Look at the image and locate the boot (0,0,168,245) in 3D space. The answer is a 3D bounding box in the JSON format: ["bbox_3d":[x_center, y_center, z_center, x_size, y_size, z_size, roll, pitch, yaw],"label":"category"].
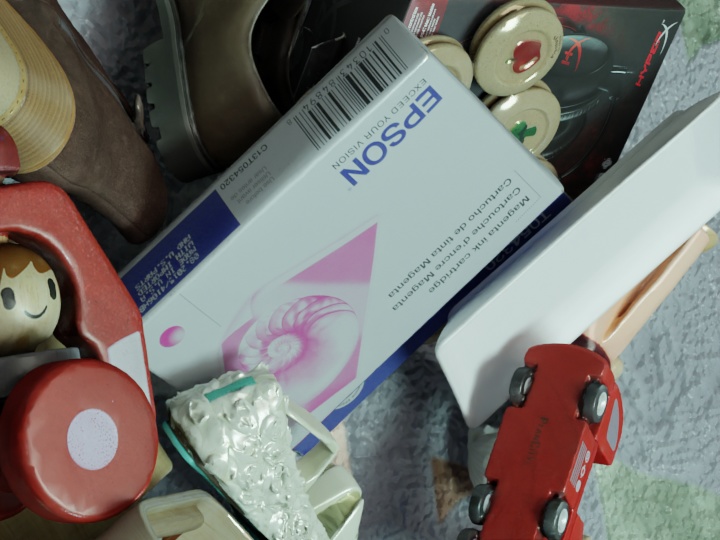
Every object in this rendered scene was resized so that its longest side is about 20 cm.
[{"bbox_3d":[-0.166,-0.115,1.169,0.166,0.072,0.201,41,22,-59],"label":"boot"}]

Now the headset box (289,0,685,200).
[{"bbox_3d":[0.045,-0.091,1.283,0.199,0.075,0.149,-1,126,-37],"label":"headset box"}]

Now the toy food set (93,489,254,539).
[{"bbox_3d":[-0.116,0.163,1.081,0.143,0.200,0.060,-40,84,3],"label":"toy food set"}]

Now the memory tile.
[{"bbox_3d":[0.034,-0.035,1.255,0.153,0.017,0.201,-23,139,-18],"label":"memory tile"}]

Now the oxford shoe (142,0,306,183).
[{"bbox_3d":[-0.062,-0.148,1.223,0.073,0.084,0.201,14,64,-68],"label":"oxford shoe"}]

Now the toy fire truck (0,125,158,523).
[{"bbox_3d":[-0.176,0.026,1.029,0.199,0.112,0.169,-9,91,-36],"label":"toy fire truck"}]

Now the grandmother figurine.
[{"bbox_3d":[0.121,0.043,1.379,0.201,0.060,0.121,-57,139,-13],"label":"grandmother figurine"}]

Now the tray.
[{"bbox_3d":[0.115,-0.009,1.293,0.200,0.022,0.108,-41,152,-8],"label":"tray"}]

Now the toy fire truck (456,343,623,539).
[{"bbox_3d":[0.094,0.154,1.304,0.141,0.048,0.201,59,47,-57],"label":"toy fire truck"}]

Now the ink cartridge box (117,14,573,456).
[{"bbox_3d":[0.000,0.000,1.218,0.196,0.043,0.200,-44,139,6],"label":"ink cartridge box"}]

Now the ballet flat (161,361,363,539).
[{"bbox_3d":[-0.032,0.109,1.220,0.072,0.071,0.200,-59,150,-21],"label":"ballet flat"}]

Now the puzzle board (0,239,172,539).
[{"bbox_3d":[-0.185,0.054,1.099,0.151,0.017,0.201,-42,113,-28],"label":"puzzle board"}]
